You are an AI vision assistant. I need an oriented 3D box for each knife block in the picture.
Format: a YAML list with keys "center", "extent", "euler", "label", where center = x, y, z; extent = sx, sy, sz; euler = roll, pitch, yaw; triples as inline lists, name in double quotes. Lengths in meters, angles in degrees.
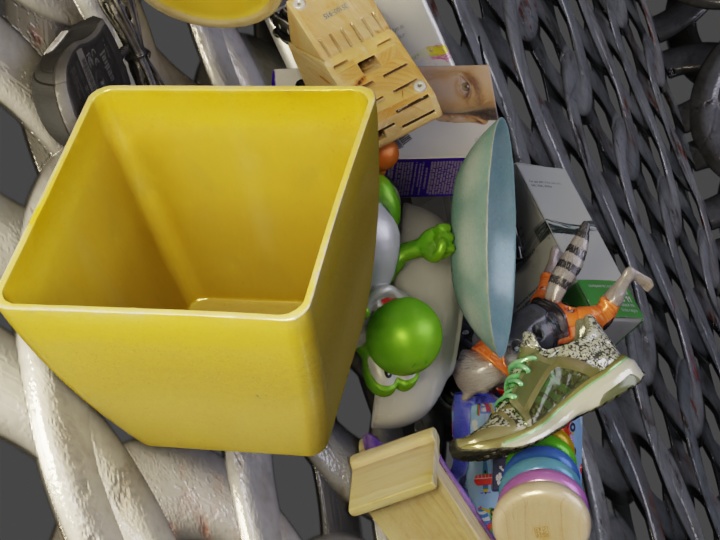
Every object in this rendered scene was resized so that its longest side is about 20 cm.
- center: [-0.007, -0.157, 1.447]
  extent: [0.200, 0.064, 0.176]
  euler: [58, -10, 22]
  label: "knife block"

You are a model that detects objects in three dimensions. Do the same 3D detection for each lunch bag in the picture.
- center: [0.133, 0.191, 1.680]
  extent: [0.200, 0.094, 0.151]
  euler: [1, 90, -57]
  label: "lunch bag"

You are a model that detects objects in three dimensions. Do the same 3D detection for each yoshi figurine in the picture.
- center: [0.018, 0.001, 1.369]
  extent: [0.112, 0.112, 0.201]
  euler: [-33, 109, -76]
  label: "yoshi figurine"

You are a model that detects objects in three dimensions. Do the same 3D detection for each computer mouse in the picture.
- center: [-0.186, -0.114, 1.247]
  extent: [0.200, 0.046, 0.141]
  euler: [-78, 152, -58]
  label: "computer mouse"

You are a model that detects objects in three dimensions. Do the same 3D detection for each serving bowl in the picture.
- center: [0.055, 0.044, 1.526]
  extent: [0.200, 0.066, 0.201]
  euler: [-172, -90, -90]
  label: "serving bowl"

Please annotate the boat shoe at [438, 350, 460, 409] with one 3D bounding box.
- center: [0.074, 0.044, 1.714]
  extent: [0.062, 0.073, 0.201]
  euler: [-40, 114, -72]
  label: "boat shoe"

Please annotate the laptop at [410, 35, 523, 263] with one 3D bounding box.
- center: [0.096, -0.095, 1.770]
  extent: [0.116, 0.200, 0.188]
  euler: [26, 44, -39]
  label: "laptop"

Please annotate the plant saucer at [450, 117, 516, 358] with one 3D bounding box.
- center: [0.102, -0.028, 1.455]
  extent: [0.201, 0.039, 0.202]
  euler: [1, 90, -79]
  label: "plant saucer"

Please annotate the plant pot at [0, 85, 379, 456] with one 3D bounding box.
- center: [-0.090, 0.012, 1.130]
  extent: [0.177, 0.199, 0.200]
  euler: [76, 23, -45]
  label: "plant pot"

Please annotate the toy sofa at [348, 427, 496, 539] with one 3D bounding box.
- center: [0.072, 0.223, 1.514]
  extent: [0.200, 0.083, 0.098]
  euler: [57, 25, -31]
  label: "toy sofa"

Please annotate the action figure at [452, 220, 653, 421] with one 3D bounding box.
- center: [0.144, 0.042, 1.611]
  extent: [0.193, 0.200, 0.105]
  euler: [-43, 139, -25]
  label: "action figure"

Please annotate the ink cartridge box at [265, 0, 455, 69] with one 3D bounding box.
- center: [0.014, -0.185, 1.652]
  extent: [0.088, 0.145, 0.201]
  euler: [-107, 171, -78]
  label: "ink cartridge box"

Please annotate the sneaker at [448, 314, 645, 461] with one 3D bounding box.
- center: [0.148, 0.101, 1.509]
  extent: [0.200, 0.077, 0.089]
  euler: [-26, 83, -28]
  label: "sneaker"

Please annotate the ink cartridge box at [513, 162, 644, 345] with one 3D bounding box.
- center: [0.186, 0.008, 1.820]
  extent: [0.083, 0.147, 0.201]
  euler: [2, 54, -41]
  label: "ink cartridge box"

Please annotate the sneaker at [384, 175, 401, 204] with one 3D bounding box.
- center: [0.000, 0.000, 1.502]
  extent: [0.200, 0.075, 0.116]
  euler: [80, 9, -64]
  label: "sneaker"

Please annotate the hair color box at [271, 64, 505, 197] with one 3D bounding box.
- center: [0.022, -0.124, 1.557]
  extent: [0.065, 0.199, 0.110]
  euler: [100, -13, -55]
  label: "hair color box"

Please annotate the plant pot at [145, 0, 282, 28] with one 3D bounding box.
- center: [-0.114, -0.313, 1.431]
  extent: [0.201, 0.200, 0.190]
  euler: [43, 49, -51]
  label: "plant pot"

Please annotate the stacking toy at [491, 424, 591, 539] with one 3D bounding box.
- center: [0.164, 0.176, 1.566]
  extent: [0.086, 0.085, 0.200]
  euler: [61, 18, -22]
  label: "stacking toy"
